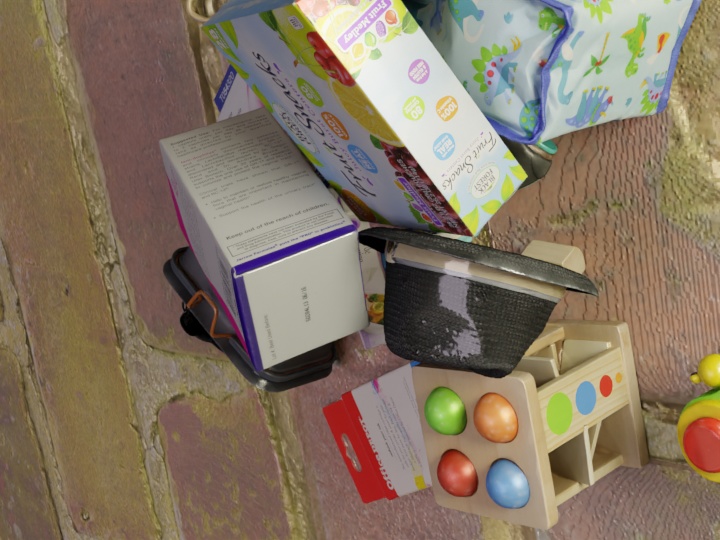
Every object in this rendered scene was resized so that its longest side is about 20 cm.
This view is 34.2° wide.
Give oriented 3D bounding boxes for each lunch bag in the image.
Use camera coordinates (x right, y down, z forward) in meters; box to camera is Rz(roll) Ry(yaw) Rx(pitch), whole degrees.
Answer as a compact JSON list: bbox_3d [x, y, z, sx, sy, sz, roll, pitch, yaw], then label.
[{"bbox_3d":[0.113,-0.182,0.859,0.200,0.170,0.128,36,126,33],"label":"lunch bag"}]

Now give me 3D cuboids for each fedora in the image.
[{"bbox_3d":[0.077,0.029,0.874,0.200,0.200,0.092,13,89,45],"label":"fedora"}]

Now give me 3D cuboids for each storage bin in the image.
[{"bbox_3d":[-0.098,0.004,1.210,0.200,0.145,0.134,48,125,24],"label":"storage bin"}]

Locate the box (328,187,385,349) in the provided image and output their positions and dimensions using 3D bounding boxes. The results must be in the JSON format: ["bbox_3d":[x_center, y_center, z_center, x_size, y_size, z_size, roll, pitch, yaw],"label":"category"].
[{"bbox_3d":[0.000,0.000,1.087,0.200,0.039,0.042,73,178,-50],"label":"box"}]

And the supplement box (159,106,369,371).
[{"bbox_3d":[-0.080,-0.032,0.940,0.200,0.103,0.101,-127,22,-45],"label":"supplement box"}]

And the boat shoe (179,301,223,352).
[{"bbox_3d":[-0.172,0.052,1.339,0.199,0.066,0.075,33,138,48],"label":"boat shoe"}]

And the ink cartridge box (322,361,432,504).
[{"bbox_3d":[0.058,0.149,1.138,0.200,0.067,0.116,-30,82,50],"label":"ink cartridge box"}]

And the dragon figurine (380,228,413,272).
[{"bbox_3d":[0.060,-0.013,1.073,0.099,0.059,0.201,-16,89,52],"label":"dragon figurine"}]

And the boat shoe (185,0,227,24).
[{"bbox_3d":[-0.049,-0.241,0.971,0.199,0.065,0.072,-12,96,15],"label":"boat shoe"}]

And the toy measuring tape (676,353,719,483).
[{"bbox_3d":[0.288,0.160,0.885,0.073,0.073,0.201,-16,93,50],"label":"toy measuring tape"}]

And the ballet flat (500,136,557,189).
[{"bbox_3d":[0.072,-0.141,0.964,0.200,0.068,0.068,47,113,4],"label":"ballet flat"}]

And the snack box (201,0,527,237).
[{"bbox_3d":[-0.001,-0.120,0.822,0.200,0.068,0.169,51,163,-23],"label":"snack box"}]

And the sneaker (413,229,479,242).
[{"bbox_3d":[0.035,-0.105,1.007,0.200,0.078,0.086,51,-179,40],"label":"sneaker"}]

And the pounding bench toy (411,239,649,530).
[{"bbox_3d":[0.129,0.088,0.964,0.124,0.156,0.201,1,106,48],"label":"pounding bench toy"}]

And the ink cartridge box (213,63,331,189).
[{"bbox_3d":[-0.090,-0.140,1.092,0.200,0.043,0.196,62,146,21],"label":"ink cartridge box"}]
